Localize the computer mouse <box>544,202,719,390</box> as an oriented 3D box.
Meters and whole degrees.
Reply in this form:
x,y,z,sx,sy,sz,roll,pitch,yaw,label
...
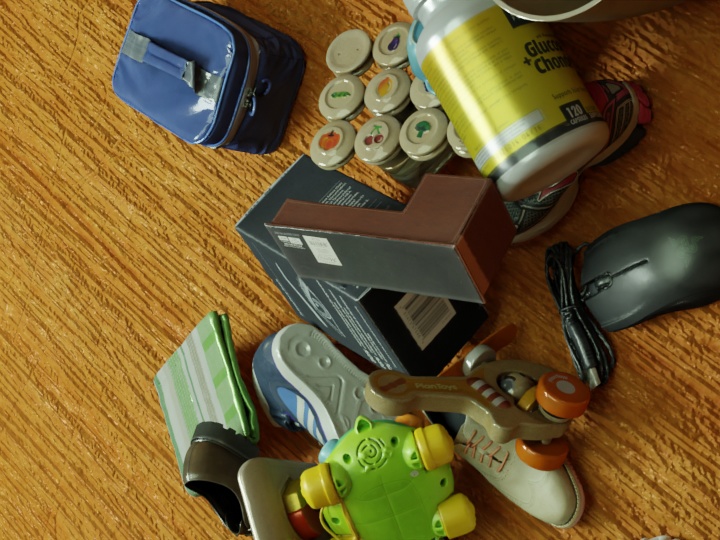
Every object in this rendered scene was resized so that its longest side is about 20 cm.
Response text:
x,y,z,sx,sy,sz,roll,pitch,yaw,label
0.238,0.008,1.377,0.199,0.052,0.140,-29,68,38,computer mouse

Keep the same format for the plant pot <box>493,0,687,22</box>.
x,y,z,sx,sy,sz,roll,pitch,yaw,label
0.218,-0.283,1.308,0.186,0.199,0.190,-3,86,43,plant pot

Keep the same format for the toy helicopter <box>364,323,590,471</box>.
x,y,z,sx,sy,sz,roll,pitch,yaw,label
0.096,0.103,1.415,0.133,0.198,0.080,-111,31,-50,toy helicopter

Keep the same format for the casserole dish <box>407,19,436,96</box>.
x,y,z,sx,sy,sz,roll,pitch,yaw,label
0.112,-0.250,1.456,0.120,0.039,0.201,18,73,37,casserole dish

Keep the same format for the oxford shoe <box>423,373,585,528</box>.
x,y,z,sx,sy,sz,roll,pitch,yaw,label
0.121,0.167,1.463,0.200,0.073,0.071,40,114,36,oxford shoe

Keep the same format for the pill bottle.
x,y,z,sx,sy,sz,roll,pitch,yaw,label
0.115,-0.168,1.341,0.112,0.112,0.201,-37,77,35,pill bottle

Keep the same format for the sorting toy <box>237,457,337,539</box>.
x,y,z,sx,sy,sz,roll,pitch,yaw,label
-0.029,0.267,1.514,0.036,0.199,0.187,-25,71,24,sorting toy

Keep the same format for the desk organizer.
x,y,z,sx,sy,sz,roll,pitch,yaw,label
0.026,-0.035,1.356,0.198,0.072,0.077,7,54,37,desk organizer

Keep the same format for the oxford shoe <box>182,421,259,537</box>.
x,y,z,sx,sy,sz,roll,pitch,yaw,label
-0.097,0.238,1.591,0.073,0.199,0.085,-35,27,49,oxford shoe

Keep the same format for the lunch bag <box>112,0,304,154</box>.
x,y,z,sx,sy,sz,roll,pitch,yaw,label
-0.165,-0.208,1.700,0.199,0.132,0.137,30,108,39,lunch bag

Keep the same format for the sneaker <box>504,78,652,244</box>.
x,y,z,sx,sy,sz,roll,pitch,yaw,label
0.166,-0.102,1.433,0.200,0.074,0.081,-48,59,31,sneaker

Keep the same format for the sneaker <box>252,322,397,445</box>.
x,y,z,sx,sy,sz,roll,pitch,yaw,label
-0.032,0.146,1.618,0.200,0.080,0.146,49,157,2,sneaker

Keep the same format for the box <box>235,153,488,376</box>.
x,y,z,sx,sy,sz,roll,pitch,yaw,label
0.000,0.000,1.501,0.104,0.148,0.199,-46,45,-13,box

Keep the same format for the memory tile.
x,y,z,sx,sy,sz,roll,pitch,yaw,label
0.046,-0.168,1.483,0.198,0.017,0.155,-4,62,31,memory tile

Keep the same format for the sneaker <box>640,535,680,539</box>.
x,y,z,sx,sy,sz,roll,pitch,yaw,label
0.192,0.276,1.391,0.199,0.081,0.076,-26,73,40,sneaker

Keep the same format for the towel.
x,y,z,sx,sy,sz,roll,pitch,yaw,label
-0.160,0.144,1.701,0.200,0.030,0.151,-43,61,56,towel

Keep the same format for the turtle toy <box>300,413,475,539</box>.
x,y,z,sx,sy,sz,roll,pitch,yaw,label
0.030,0.217,1.491,0.101,0.144,0.202,-106,-3,-67,turtle toy

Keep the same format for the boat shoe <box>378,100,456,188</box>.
x,y,z,sx,sy,sz,roll,pitch,yaw,label
0.098,-0.161,1.506,0.200,0.065,0.072,-47,48,9,boat shoe
